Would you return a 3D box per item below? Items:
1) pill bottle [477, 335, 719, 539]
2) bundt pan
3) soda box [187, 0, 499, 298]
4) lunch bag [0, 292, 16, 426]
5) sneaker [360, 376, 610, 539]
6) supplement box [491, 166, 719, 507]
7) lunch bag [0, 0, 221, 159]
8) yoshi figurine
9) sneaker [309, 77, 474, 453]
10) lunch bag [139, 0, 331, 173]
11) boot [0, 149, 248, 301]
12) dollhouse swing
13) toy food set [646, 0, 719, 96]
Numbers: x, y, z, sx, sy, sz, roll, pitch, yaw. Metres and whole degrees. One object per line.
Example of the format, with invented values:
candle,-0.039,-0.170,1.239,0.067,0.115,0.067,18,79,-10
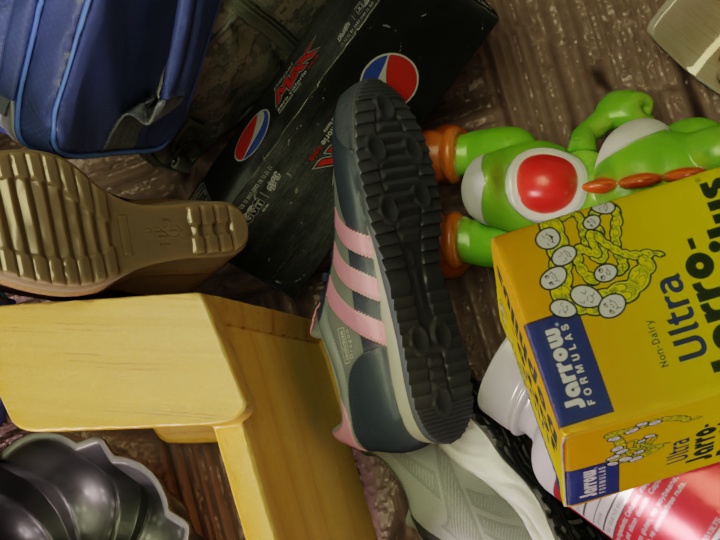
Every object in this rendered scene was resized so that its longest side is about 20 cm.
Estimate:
pill bottle,0.164,0.095,1.083,0.200,0.112,0.112,36,92,19
bundt pan,-0.164,0.195,1.175,0.202,0.076,0.202,-5,75,21
soda box,-0.013,-0.088,1.162,0.200,0.071,0.063,-53,27,13
lunch bag,-0.262,0.058,1.136,0.094,0.151,0.200,-7,62,30
sneaker,0.076,0.140,1.129,0.079,0.074,0.200,-45,65,15
supplement box,0.174,0.021,0.992,0.200,0.110,0.109,-18,65,-1
lunch bag,-0.143,-0.147,1.068,0.132,0.136,0.200,23,106,24
yoshi figurine,0.130,-0.044,1.143,0.200,0.112,0.112,-4,38,30
sneaker,0.000,0.000,1.110,0.082,0.070,0.200,-17,76,39
lunch bag,-0.123,-0.174,1.201,0.200,0.139,0.168,43,92,19
boot,-0.177,-0.007,1.092,0.166,0.200,0.072,-17,74,48
dollhouse swing,-0.091,0.109,1.112,0.182,0.200,0.176,-4,84,16
toy food set,0.263,-0.134,1.092,0.144,0.060,0.200,-49,48,2
